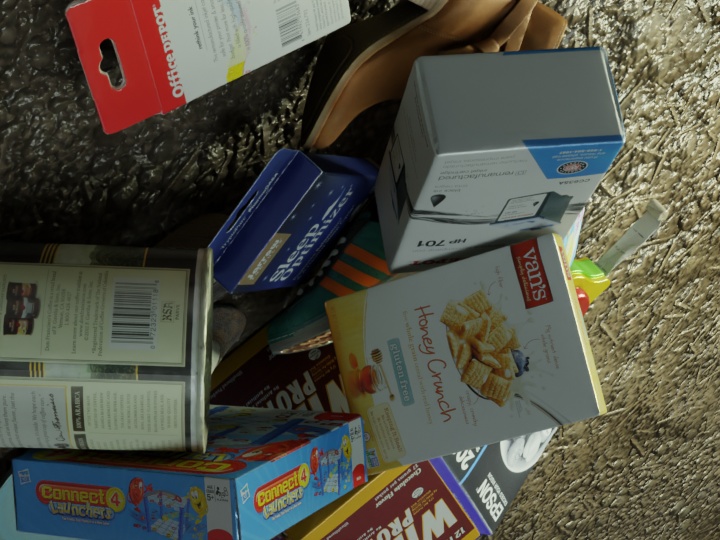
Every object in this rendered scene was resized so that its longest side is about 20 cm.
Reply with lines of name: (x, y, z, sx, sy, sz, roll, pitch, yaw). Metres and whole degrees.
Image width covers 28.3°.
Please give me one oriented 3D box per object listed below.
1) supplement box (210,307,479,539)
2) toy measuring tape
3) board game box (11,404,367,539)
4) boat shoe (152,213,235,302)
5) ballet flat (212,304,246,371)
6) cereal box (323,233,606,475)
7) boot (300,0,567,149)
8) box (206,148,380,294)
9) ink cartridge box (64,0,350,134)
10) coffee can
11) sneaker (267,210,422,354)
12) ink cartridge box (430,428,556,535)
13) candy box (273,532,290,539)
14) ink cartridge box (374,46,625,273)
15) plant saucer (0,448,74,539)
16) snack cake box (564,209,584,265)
supplement box: (-0.020, 0.174, 1.294, 0.132, 0.200, 0.198, -37, 142, -4)
toy measuring tape: (0.224, -0.006, 1.433, 0.200, 0.074, 0.074, -44, 141, 4)
board game box: (-0.125, 0.152, 1.082, 0.195, 0.197, 0.057, -16, 105, -63)
boat shoe: (-0.173, 0.031, 1.139, 0.199, 0.072, 0.065, -35, 137, -16)
ballet flat: (-0.173, 0.084, 1.189, 0.198, 0.067, 0.069, -16, 139, -29)
cereal box: (0.081, 0.067, 1.122, 0.197, 0.146, 0.039, -18, 171, 19)
boot: (0.053, -0.153, 1.105, 0.154, 0.077, 0.201, 23, 111, -23)
box: (-0.052, -0.038, 1.138, 0.122, 0.032, 0.200, -52, 165, 14)
ink cartridge box: (-0.111, -0.190, 0.981, 0.198, 0.067, 0.117, -28, 139, -16)
coffee can: (-0.205, 0.054, 1.009, 0.197, 0.147, 0.148, 2, 131, -4)
sneaker: (0.000, 0.000, 1.213, 0.198, 0.081, 0.071, -29, 167, 7)
ink cartridge box: (0.119, 0.192, 1.493, 0.201, 0.043, 0.199, -55, 142, -17)
candy box: (-0.041, 0.324, 1.486, 0.056, 0.117, 0.200, -41, 141, 1)
ink cartridge box: (0.099, -0.080, 1.086, 0.144, 0.087, 0.201, -5, 155, -11)
plant saucer: (-0.244, 0.198, 1.271, 0.198, 0.027, 0.202, -23, 137, -22)
snack cake box: (0.165, -0.062, 1.288, 0.115, 0.066, 0.202, -58, 160, -44)
